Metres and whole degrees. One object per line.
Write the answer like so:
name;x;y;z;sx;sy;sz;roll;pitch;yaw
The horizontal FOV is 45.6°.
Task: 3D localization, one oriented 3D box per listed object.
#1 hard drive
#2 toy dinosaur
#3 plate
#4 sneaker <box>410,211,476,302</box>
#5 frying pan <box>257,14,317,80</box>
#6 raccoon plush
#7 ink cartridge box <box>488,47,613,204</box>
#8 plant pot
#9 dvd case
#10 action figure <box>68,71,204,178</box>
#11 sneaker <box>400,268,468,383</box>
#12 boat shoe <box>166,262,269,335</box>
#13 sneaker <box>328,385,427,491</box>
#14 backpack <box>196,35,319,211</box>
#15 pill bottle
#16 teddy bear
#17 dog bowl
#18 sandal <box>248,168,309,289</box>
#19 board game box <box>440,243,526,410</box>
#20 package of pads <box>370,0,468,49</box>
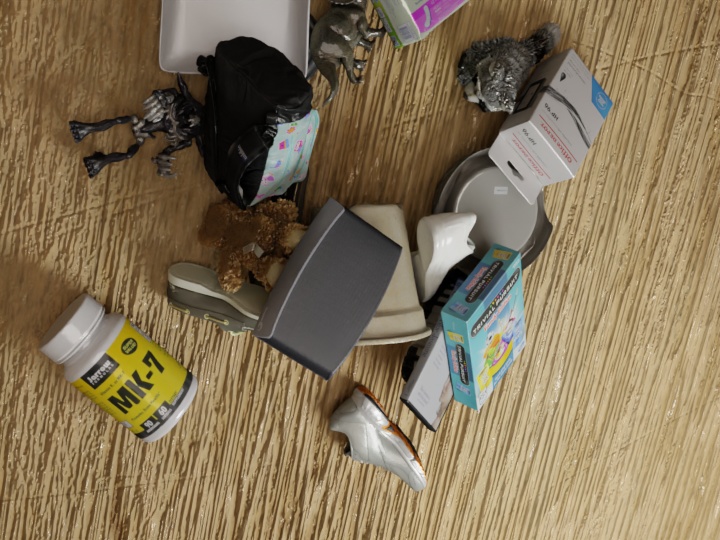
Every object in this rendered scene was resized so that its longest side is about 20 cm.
hard drive;-0.035;0.025;1.084;0.134;0.042;0.202;33;81;-20
toy dinosaur;-0.028;-0.316;1.172;0.101;0.077;0.202;28;84;-16
plate;-0.162;-0.357;1.128;0.196;0.032;0.203;3;101;-4
sneaker;0.121;-0.020;1.234;0.087;0.201;0.076;-19;68;-16
frying pan;-0.116;-0.274;1.185;0.113;0.031;0.193;17;95;-18
raccoon plush;0.222;-0.302;1.220;0.200;0.134;0.097;-45;110;-2
ink cartridge box;0.280;-0.210;1.255;0.116;0.067;0.201;43;63;-21
plant pot;0.000;0.000;1.213;0.197;0.200;0.187;-3;93;-16
dvd case;0.129;0.127;1.271;0.202;0.017;0.143;-62;148;-15
action figure;-0.269;-0.180;1.120;0.197;0.102;0.120;-20;122;-11
sneaker;0.126;0.095;1.330;0.203;0.066;0.091;-66;151;-13
boat shoe;-0.179;0.052;1.194;0.199;0.072;0.061;21;117;10
sneaker;0.026;0.279;1.346;0.091;0.076;0.201;-37;103;3
backpack;-0.130;-0.176;1.101;0.125;0.167;0.202;-21;146;-31
pill bottle;-0.330;0.132;1.172;0.114;0.114;0.200;-46;111;-1
teddy bear;-0.134;-0.034;1.157;0.066;0.198;0.148;26;73;-50
dog bowl;0.198;-0.090;1.307;0.196;0.059;0.204;-4;104;-17
sandal;-0.106;-0.059;1.225;0.054;0.081;0.204;13;93;-42
board game box;0.187;0.087;1.272;0.151;0.046;0.202;-48;143;-30
package of pads;0.087;-0.421;1.156;0.200;0.068;0.156;-44;115;-26
